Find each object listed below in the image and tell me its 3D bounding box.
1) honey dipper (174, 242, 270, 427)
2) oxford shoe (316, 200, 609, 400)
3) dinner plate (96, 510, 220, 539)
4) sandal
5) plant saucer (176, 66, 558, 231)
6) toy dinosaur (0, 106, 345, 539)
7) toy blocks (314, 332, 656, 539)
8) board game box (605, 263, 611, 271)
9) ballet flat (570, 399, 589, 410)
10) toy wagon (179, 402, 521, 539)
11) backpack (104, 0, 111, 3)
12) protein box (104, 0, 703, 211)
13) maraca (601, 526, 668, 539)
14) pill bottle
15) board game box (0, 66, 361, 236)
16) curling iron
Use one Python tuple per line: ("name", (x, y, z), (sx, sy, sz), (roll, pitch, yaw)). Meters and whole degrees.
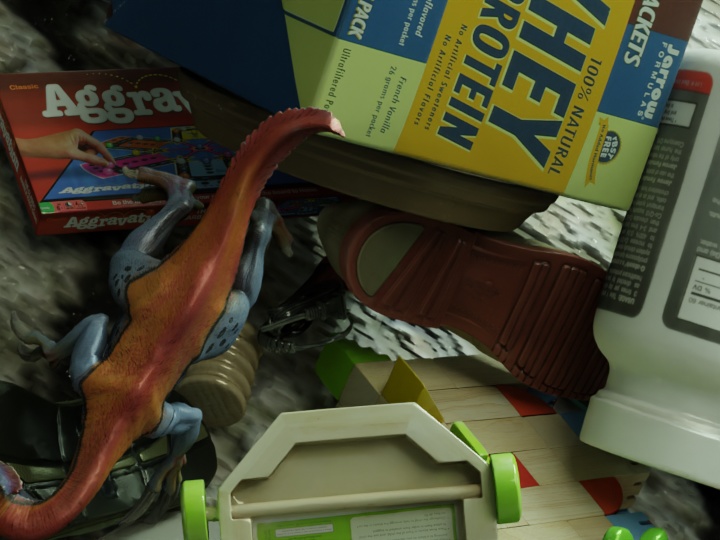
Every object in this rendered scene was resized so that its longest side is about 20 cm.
("honey dipper", (-0.058, -0.004, 1.374), (0.038, 0.038, 0.200), (24, 46, -12))
("oxford shoe", (0.068, 0.007, 1.336), (0.200, 0.070, 0.075), (27, 7, -29))
("dinner plate", (-0.056, 0.197, 1.232), (0.200, 0.024, 0.200), (15, 50, -18))
("sandal", (-0.151, 0.095, 1.236), (0.201, 0.057, 0.080), (4, 65, -48))
("plant saucer", (0.001, -0.060, 1.316), (0.200, 0.030, 0.200), (18, 8, -3))
("toy dinosaur", (-0.107, 0.031, 1.163), (0.105, 0.200, 0.182), (26, 51, 0))
("toy blocks", (0.080, 0.108, 1.323), (0.137, 0.100, 0.200), (-3, 39, -37))
("board game box", (0.224, 0.023, 1.418), (0.200, 0.062, 0.200), (36, 13, -8))
("ballet flat", (0.190, 0.074, 1.431), (0.200, 0.073, 0.073), (35, 47, -1))
("toy wagon", (0.000, 0.163, 1.206), (0.155, 0.040, 0.200), (-5, 83, -1))
("backpack", (-0.082, -0.229, 1.416), (0.183, 0.200, 0.147), (20, 49, -16))
("protein box", (0.022, -0.136, 1.283), (0.200, 0.135, 0.199), (12, 11, -37))
("maraca", (0.118, 0.219, 1.227), (0.137, 0.107, 0.200), (12, 84, -63))
("pill bottle", (0.180, 0.002, 1.287), (0.116, 0.116, 0.200), (18, 90, -17))
("board game box", (-0.088, -0.067, 1.390), (0.200, 0.019, 0.103), (-5, 48, -25))
("curling iron", (0.000, 0.000, 1.384), (0.200, 0.050, 0.026), (-42, 122, -60))
